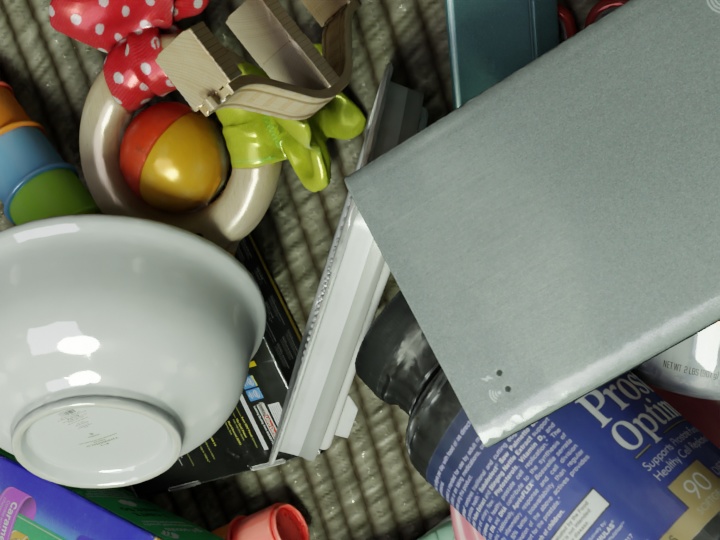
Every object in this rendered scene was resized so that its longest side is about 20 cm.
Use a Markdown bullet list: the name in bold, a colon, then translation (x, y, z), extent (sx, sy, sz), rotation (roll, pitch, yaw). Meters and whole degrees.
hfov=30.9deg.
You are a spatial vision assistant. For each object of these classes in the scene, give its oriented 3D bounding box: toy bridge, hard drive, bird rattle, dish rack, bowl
- **toy bridge**: translation (-0.039, -0.113, 0.678), extent (0.027, 0.200, 0.067), rotation (-35, 99, 28)
- **hard drive**: translation (0.110, -0.031, 0.580), extent (0.199, 0.033, 0.140), rotation (-31, 78, 13)
- **bird rattle**: translation (-0.106, -0.089, 0.755), extent (0.199, 0.113, 0.164), rotation (28, 107, 4)
- **dish rack**: translation (0.000, 0.000, 0.740), extent (0.043, 0.172, 0.201), rotation (17, 121, -4)
- **bowl**: translation (-0.151, 0.065, 0.760), extent (0.199, 0.091, 0.202), rotation (-5, 143, -3)

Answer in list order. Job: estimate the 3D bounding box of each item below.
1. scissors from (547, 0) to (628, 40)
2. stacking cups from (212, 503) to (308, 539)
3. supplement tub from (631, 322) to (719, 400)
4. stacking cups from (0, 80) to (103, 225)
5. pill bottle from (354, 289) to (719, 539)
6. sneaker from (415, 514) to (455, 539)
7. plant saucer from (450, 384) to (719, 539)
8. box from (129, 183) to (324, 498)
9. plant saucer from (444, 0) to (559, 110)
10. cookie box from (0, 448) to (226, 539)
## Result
- **scissors**: translation (0.153, -0.061, 0.736), extent (0.073, 0.014, 0.201), rotation (-16, 108, 25)
- **stacking cups**: translation (-0.121, 0.226, 0.951), extent (0.199, 0.061, 0.061), rotation (-26, 102, 28)
- **supplement tub**: translation (0.191, -0.046, 0.656), extent (0.121, 0.122, 0.202), rotation (11, 111, 17)
- **stacking cups**: translation (-0.209, -0.064, 0.821), extent (0.200, 0.060, 0.061), rotation (52, 124, 18)
- **pill bottle**: translation (0.094, 0.088, 0.650), extent (0.200, 0.112, 0.112), rotation (43, 124, 21)
- **sneaker**: translation (0.035, 0.227, 0.857), extent (0.199, 0.118, 0.074), rotation (-26, 101, 29)
- **plant saucer**: translation (0.149, 0.120, 0.720), extent (0.199, 0.202, 0.051), rotation (19, 159, 13)
- **box**: translation (-0.124, 0.046, 0.878), extent (0.159, 0.049, 0.201), rotation (-19, 105, 26)
- **plant saucer**: translation (0.079, -0.108, 0.730), extent (0.069, 0.019, 0.202), rotation (10, 117, 34)
- **cookie box**: translation (-0.201, 0.235, 0.914), extent (0.199, 0.075, 0.173), rotation (17, 92, 34)
